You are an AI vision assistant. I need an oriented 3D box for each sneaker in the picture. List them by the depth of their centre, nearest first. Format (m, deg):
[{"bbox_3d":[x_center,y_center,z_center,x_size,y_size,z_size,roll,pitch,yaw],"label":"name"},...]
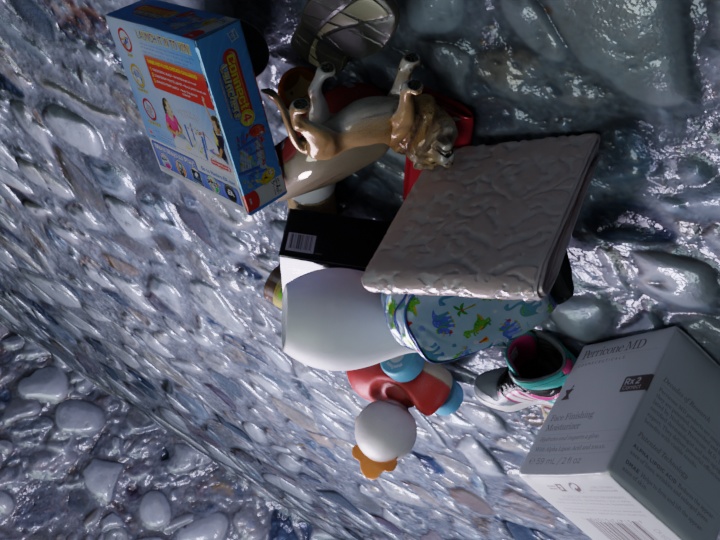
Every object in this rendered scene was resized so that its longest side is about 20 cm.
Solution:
[{"bbox_3d":[0.213,0.135,1.173,0.199,0.084,0.121,-7,137,43],"label":"sneaker"}]

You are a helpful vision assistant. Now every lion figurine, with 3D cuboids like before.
[{"bbox_3d":[0.002,-0.143,0.860,0.199,0.073,0.123,-4,147,-9],"label":"lion figurine"}]

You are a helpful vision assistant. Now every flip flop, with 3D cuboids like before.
[{"bbox_3d":[-0.015,-0.244,0.861,0.081,0.058,0.200,36,169,-12],"label":"flip flop"}]

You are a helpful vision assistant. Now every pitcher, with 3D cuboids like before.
[{"bbox_3d":[0.003,0.065,1.073,0.199,0.122,0.172,2,167,-11],"label":"pitcher"}]

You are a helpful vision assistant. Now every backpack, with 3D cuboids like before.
[{"bbox_3d":[0.116,0.009,0.930,0.199,0.154,0.163,-13,132,17],"label":"backpack"}]

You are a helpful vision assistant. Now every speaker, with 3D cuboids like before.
[{"bbox_3d":[-0.171,-0.216,1.054,0.081,0.081,0.200,38,153,-6],"label":"speaker"}]

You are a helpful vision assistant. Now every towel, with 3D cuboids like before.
[{"bbox_3d":[0.117,-0.050,0.846,0.199,0.191,0.032,0,140,42],"label":"towel"}]

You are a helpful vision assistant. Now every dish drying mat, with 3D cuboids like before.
[{"bbox_3d":[0.083,-0.121,0.981,0.077,0.018,0.200,27,152,15],"label":"dish drying mat"}]

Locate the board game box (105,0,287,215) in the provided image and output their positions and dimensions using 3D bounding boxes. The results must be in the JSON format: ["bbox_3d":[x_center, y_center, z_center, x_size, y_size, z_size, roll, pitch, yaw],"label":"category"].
[{"bbox_3d":[-0.178,-0.181,0.954,0.200,0.056,0.197,28,141,44],"label":"board game box"}]

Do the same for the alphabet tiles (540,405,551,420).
[{"bbox_3d":[0.350,0.228,1.257,0.199,0.008,0.168,16,148,33],"label":"alphabet tiles"}]

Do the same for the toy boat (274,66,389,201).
[{"bbox_3d":[-0.052,-0.165,0.984,0.200,0.130,0.131,-20,92,59],"label":"toy boat"}]

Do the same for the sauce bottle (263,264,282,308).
[{"bbox_3d":[-0.040,0.056,1.223,0.199,0.065,0.065,26,152,19],"label":"sauce bottle"}]

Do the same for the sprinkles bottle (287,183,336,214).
[{"bbox_3d":[-0.064,-0.075,1.175,0.068,0.068,0.200,27,153,16],"label":"sprinkles bottle"}]

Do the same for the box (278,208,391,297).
[{"bbox_3d":[0.000,0.000,1.137,0.199,0.079,0.141,8,148,2],"label":"box"}]

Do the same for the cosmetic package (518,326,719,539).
[{"bbox_3d":[0.326,0.201,1.022,0.165,0.200,0.165,41,153,-13],"label":"cosmetic package"}]

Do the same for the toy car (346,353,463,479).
[{"bbox_3d":[0.033,0.217,1.350,0.176,0.201,0.184,14,161,36],"label":"toy car"}]
